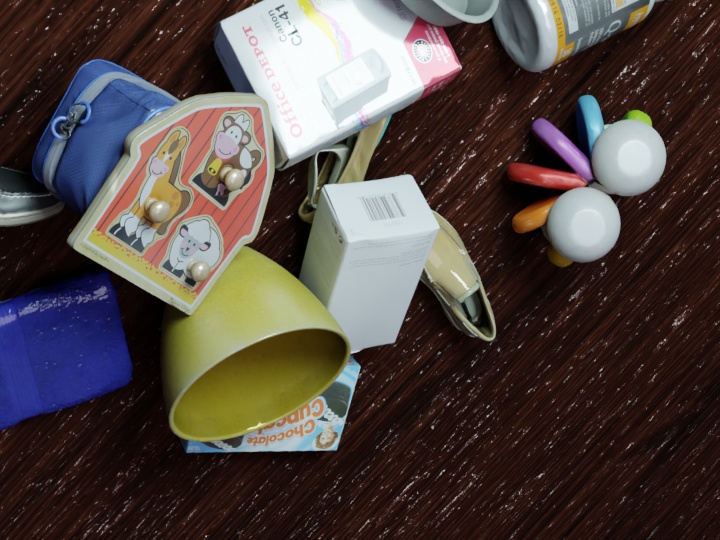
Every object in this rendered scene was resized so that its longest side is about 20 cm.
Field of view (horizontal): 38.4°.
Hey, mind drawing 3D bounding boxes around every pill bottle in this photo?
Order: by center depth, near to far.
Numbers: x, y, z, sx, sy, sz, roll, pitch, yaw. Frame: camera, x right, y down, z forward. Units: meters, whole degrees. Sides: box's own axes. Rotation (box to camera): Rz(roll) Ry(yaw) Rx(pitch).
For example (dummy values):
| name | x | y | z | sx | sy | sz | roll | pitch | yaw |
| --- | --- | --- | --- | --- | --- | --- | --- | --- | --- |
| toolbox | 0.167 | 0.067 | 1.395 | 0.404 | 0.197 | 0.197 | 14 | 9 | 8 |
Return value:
| name | x | y | z | sx | sy | sz | roll | pitch | yaw |
| --- | --- | --- | --- | --- | --- | --- | --- | --- | --- |
| pill bottle | 0.247 | -0.305 | 1.116 | 0.197 | 0.116 | 0.118 | -27 | 124 | -13 |

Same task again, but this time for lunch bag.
| name | x | y | z | sx | sy | sz | roll | pitch | yaw |
| --- | --- | --- | --- | --- | --- | --- | --- | --- | --- |
| lunch bag | -0.203 | -0.099 | 0.956 | 0.137 | 0.132 | 0.199 | -58 | 146 | 3 |

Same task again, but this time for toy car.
| name | x | y | z | sx | sy | sz | roll | pitch | yaw |
| --- | --- | --- | --- | --- | --- | --- | --- | --- | --- |
| toy car | 0.252 | -0.114 | 1.210 | 0.149 | 0.175 | 0.202 | 34 | 98 | 1 |

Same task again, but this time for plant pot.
| name | x | y | z | sx | sy | sz | roll | pitch | yaw |
| --- | --- | --- | --- | --- | --- | --- | --- | --- | --- |
| plant pot | -0.127 | 0.062 | 1.067 | 0.197 | 0.143 | 0.201 | -22 | 152 | -13 |

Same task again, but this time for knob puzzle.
| name | x | y | z | sx | sy | sz | roll | pitch | yaw |
| --- | --- | --- | --- | --- | --- | --- | --- | --- | --- |
| knob puzzle | -0.139 | -0.068 | 0.918 | 0.218 | 0.030 | 0.223 | -32 | 138 | -33 |

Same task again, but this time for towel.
| name | x | y | z | sx | sy | sz | roll | pitch | yaw |
| --- | --- | --- | --- | --- | --- | --- | --- | --- | --- |
| towel | -0.337 | 0.083 | 1.046 | 0.197 | 0.050 | 0.150 | -18 | 128 | -20 |

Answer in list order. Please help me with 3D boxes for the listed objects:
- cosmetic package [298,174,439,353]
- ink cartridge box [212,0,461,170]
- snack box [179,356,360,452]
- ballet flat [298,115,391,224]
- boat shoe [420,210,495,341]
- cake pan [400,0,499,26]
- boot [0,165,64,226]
| name | x | y | z | sx | sy | sz | roll | pitch | yaw |
| --- | --- | --- | --- | --- | --- | --- | --- | --- | --- |
| cosmetic package | 0.000 | 0.000 | 1.117 | 0.111 | 0.082 | 0.202 | -8 | 143 | -25 |
| ink cartridge box | -0.023 | -0.209 | 1.005 | 0.198 | 0.086 | 0.149 | -29 | 94 | -13 |
| snack box | -0.105 | 0.153 | 1.208 | 0.197 | 0.037 | 0.118 | 4 | 113 | -30 |
| ballet flat | -0.014 | -0.134 | 1.093 | 0.062 | 0.069 | 0.203 | 11 | 108 | -26 |
| boat shoe | 0.113 | 0.007 | 1.227 | 0.071 | 0.076 | 0.201 | -41 | 126 | -3 |
| cake pan | 0.060 | -0.319 | 0.982 | 0.036 | 0.203 | 0.199 | -25 | 138 | 37 |
| boot | -0.354 | -0.124 | 0.915 | 0.196 | 0.073 | 0.153 | 5 | 112 | -24 |
